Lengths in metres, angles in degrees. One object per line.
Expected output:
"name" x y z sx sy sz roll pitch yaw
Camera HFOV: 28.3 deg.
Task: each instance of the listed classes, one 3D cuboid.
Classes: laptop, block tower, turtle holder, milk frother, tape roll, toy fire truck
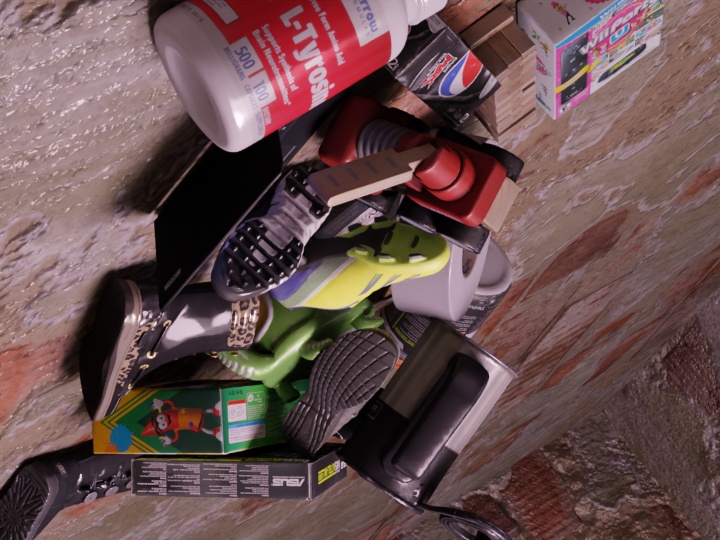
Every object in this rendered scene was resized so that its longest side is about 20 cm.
"laptop" -0.089 -0.068 1.245 0.177 0.103 0.200 -46 161 27
"block tower" 0.144 -0.194 1.459 0.054 0.058 0.200 -37 162 -4
"turtle holder" -0.082 0.059 1.535 0.185 0.132 0.141 -33 163 -12
"milk frother" 0.113 0.186 1.545 0.188 0.200 0.180 -55 -159 -2
"tape roll" 0.092 -0.049 1.528 0.200 0.066 0.200 12 90 -76
"toy fire truck" 0.021 -0.095 1.275 0.200 0.176 0.129 32 86 -53

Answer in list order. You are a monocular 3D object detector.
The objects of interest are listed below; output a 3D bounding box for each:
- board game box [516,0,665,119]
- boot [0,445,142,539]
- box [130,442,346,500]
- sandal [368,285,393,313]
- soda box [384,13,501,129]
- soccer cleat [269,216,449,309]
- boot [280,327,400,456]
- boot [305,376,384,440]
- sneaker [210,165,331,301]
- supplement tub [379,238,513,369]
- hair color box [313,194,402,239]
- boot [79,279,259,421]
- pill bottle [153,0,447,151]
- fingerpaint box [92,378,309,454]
"board game box" 0.240 -0.254 1.482 0.148 0.064 0.200 -37 162 -3
"boot" -0.338 0.262 1.681 0.165 0.066 0.200 -46 165 30
"box" -0.129 0.219 1.585 0.200 0.048 0.193 0 -178 10
"sandal" 0.032 -0.005 1.723 0.200 0.082 0.055 -30 141 1
"soda box" 0.062 -0.191 1.281 0.063 0.071 0.200 -44 162 9
"soccer cleat" 0.000 -0.001 1.404 0.200 0.065 0.084 -7 131 24
"boot" -0.001 0.106 1.518 0.131 0.068 0.200 -36 168 -50
"boot" -0.020 0.127 1.711 0.162 0.198 0.073 -54 140 -52
"sneaker" -0.093 -0.019 1.346 0.090 0.066 0.200 -43 -172 39
"supplement tub" 0.103 0.043 1.871 0.123 0.123 0.200 -21 157 -42
"hair color box" 0.005 -0.055 1.533 0.099 0.061 0.200 -39 163 2
"boot" -0.192 0.074 1.408 0.151 0.073 0.200 -6 142 -29
"pill bottle" -0.040 -0.181 1.040 0.200 0.112 0.112 -33 162 -15
"fingerpaint box" -0.171 0.158 1.580 0.167 0.073 0.200 -4 177 27
